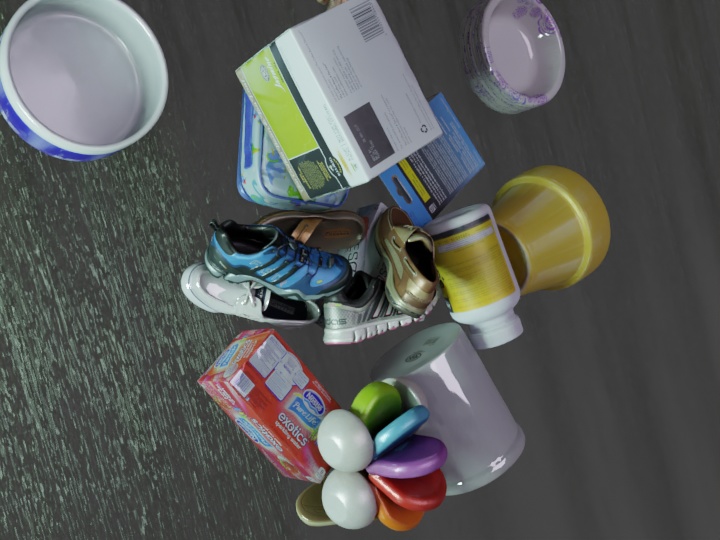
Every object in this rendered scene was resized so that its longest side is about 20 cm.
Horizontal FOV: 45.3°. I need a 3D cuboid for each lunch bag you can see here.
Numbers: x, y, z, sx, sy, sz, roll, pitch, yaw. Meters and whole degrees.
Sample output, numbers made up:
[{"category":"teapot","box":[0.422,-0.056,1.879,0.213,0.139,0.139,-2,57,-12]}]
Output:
[{"category":"lunch bag","box":[-0.096,-0.187,1.228,0.160,0.082,0.202,6,81,-36]}]

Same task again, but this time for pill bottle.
[{"category":"pill bottle","box":[0.173,0.010,1.290,0.112,0.112,0.201,-26,98,-34]}]

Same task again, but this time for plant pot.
[{"category":"plant pot","box":[0.270,-0.048,1.389,0.188,0.200,0.202,-27,101,-41]}]

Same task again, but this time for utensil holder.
[{"category":"utensil holder","box":[0.127,0.205,1.292,0.170,0.169,0.201,-38,104,-32]}]

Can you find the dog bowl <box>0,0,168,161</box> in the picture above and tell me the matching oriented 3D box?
[{"category":"dog bowl","box":[-0.344,-0.239,1.060,0.199,0.079,0.202,4,83,-35]}]

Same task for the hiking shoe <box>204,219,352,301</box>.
[{"category":"hiking shoe","box":[-0.103,-0.014,1.126,0.198,0.087,0.075,7,56,-12]}]

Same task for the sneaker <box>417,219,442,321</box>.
[{"category":"sneaker","box":[0.112,-0.005,1.373,0.200,0.073,0.080,-50,127,-24]}]

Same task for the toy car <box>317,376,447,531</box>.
[{"category":"toy car","box":[0.045,0.248,1.132,0.174,0.149,0.202,-21,115,-45]}]

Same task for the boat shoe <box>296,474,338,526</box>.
[{"category":"boat shoe","box":[-0.004,0.328,1.240,0.199,0.065,0.072,-13,52,-31]}]

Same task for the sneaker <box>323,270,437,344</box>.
[{"category":"sneaker","box":[0.027,0.037,1.217,0.199,0.074,0.088,-19,103,-31]}]

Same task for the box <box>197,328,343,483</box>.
[{"category":"box","box":[-0.109,0.183,1.167,0.200,0.095,0.100,51,60,-20]}]

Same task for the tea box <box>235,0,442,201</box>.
[{"category":"tea box","box":[-0.032,-0.216,1.107,0.133,0.196,0.201,-34,103,-26]}]

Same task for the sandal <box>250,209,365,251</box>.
[{"category":"sandal","box":[-0.078,-0.041,1.207,0.198,0.054,0.081,-7,132,-24]}]

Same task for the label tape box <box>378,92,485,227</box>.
[{"category":"label tape box","box":[0.092,-0.166,1.369,0.200,0.063,0.145,-45,109,-31]}]

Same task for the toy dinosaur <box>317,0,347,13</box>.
[{"category":"toy dinosaur","box":[-0.033,-0.456,1.307,0.135,0.085,0.202,-10,96,-42]}]

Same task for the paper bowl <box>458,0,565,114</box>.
[{"category":"paper bowl","box":[0.249,-0.369,1.479,0.199,0.104,0.203,4,82,-34]}]

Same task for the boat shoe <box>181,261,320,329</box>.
[{"category":"boat shoe","box":[-0.144,0.032,1.179,0.199,0.065,0.074,15,77,-33]}]

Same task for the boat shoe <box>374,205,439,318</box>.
[{"category":"boat shoe","box":[0.073,-0.024,1.204,0.075,0.074,0.201,20,37,-27]}]

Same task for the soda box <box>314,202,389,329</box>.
[{"category":"soda box","box":[0.000,0.000,1.287,0.068,0.063,0.201,35,65,-27]}]
